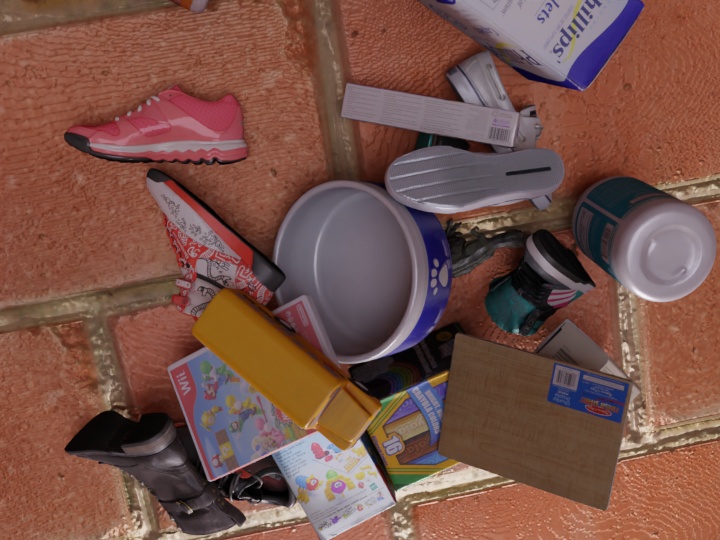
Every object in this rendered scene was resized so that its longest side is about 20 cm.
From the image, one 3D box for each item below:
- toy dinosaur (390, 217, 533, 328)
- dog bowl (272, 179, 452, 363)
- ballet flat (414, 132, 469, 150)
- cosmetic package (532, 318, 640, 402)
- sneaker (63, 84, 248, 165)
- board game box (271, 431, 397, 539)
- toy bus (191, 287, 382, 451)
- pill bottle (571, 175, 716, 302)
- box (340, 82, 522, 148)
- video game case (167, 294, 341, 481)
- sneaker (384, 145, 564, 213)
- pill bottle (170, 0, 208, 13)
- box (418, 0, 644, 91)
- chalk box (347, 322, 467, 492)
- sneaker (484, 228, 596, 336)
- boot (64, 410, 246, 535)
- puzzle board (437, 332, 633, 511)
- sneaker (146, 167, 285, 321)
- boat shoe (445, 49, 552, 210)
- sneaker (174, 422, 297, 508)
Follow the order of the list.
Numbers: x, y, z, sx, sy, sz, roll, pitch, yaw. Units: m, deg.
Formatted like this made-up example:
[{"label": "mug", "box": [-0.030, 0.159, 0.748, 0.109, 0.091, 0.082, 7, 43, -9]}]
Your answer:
[{"label": "toy dinosaur", "box": [0.106, -0.012, 1.087, 0.200, 0.088, 0.048, -33, 119, 0]}, {"label": "dog bowl", "box": [0.000, 0.000, 1.025, 0.200, 0.079, 0.201, 3, 94, 36]}, {"label": "ballet flat", "box": [0.074, -0.073, 1.079, 0.068, 0.068, 0.201, 19, 104, -21]}, {"label": "cosmetic package", "box": [0.262, 0.139, 1.104, 0.105, 0.071, 0.200, -46, 149, 5]}, {"label": "sneaker", "box": [-0.225, -0.163, 1.020, 0.199, 0.074, 0.087, 0, 93, -11]}, {"label": "board game box", "box": [-0.049, 0.202, 1.109, 0.105, 0.103, 0.200, -27, 99, 3]}, {"label": "toy bus", "box": [-0.075, 0.103, 0.953, 0.200, 0.078, 0.065, 38, 93, 14]}, {"label": "pill bottle", "box": [0.311, -0.045, 1.046, 0.110, 0.200, 0.111, -2, 108, -6]}, {"label": "box", "box": [0.079, -0.172, 1.021, 0.199, 0.039, 0.042, 12, 97, 14]}, {"label": "video game case", "box": [-0.114, 0.133, 1.028, 0.200, 0.017, 0.143, -28, 77, 19]}, {"label": "sneaker", "box": [0.119, -0.093, 0.993, 0.199, 0.071, 0.073, -2, 79, -14]}, {"label": "pill bottle", "box": [-0.229, -0.356, 0.929, 0.199, 0.112, 0.112, 25, 102, -13]}, {"label": "box", "box": [0.159, -0.289, 0.961, 0.200, 0.184, 0.105, 31, 99, -15]}, {"label": "chalk box", "box": [0.103, 0.154, 1.120, 0.199, 0.125, 0.124, -23, 108, 1]}, {"label": "sneaker", "box": [0.197, 0.019, 1.077, 0.121, 0.200, 0.084, -37, 67, 15]}, {"label": "boot", "box": [-0.249, 0.253, 1.099, 0.199, 0.069, 0.174, -7, 123, 38]}, {"label": "puzzle board", "box": [0.188, 0.163, 1.009, 0.199, 0.017, 0.151, 14, 106, 25]}, {"label": "sneaker", "box": [-0.191, -0.017, 1.028, 0.201, 0.067, 0.108, 41, 91, 5]}, {"label": "boat shoe", "box": [0.179, -0.164, 1.065, 0.070, 0.071, 0.200, -34, 101, 6]}, {"label": "sneaker", "box": [-0.162, 0.244, 1.134, 0.199, 0.082, 0.077, 15, 104, -11]}]
